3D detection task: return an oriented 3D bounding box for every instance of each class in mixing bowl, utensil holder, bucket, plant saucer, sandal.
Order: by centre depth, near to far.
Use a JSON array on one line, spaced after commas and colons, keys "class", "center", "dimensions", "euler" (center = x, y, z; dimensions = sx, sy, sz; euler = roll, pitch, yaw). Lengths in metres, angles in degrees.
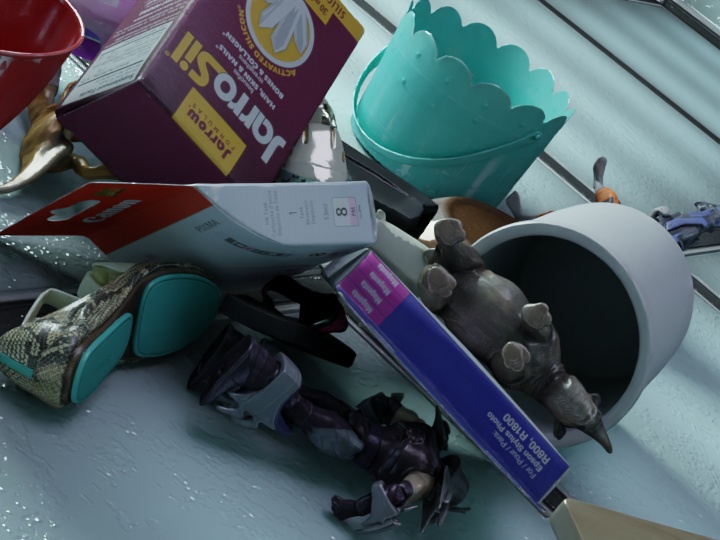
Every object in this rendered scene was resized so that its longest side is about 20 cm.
[{"class": "sandal", "center": [-0.040, 0.029, 1.127], "dimensions": [0.075, 0.045, 0.200], "euler": [21, -4, 12]}, {"class": "mixing bowl", "center": [-0.299, -0.150, 1.130], "dimensions": [0.199, 0.109, 0.200], "euler": [22, 22, -10]}, {"class": "utensil holder", "center": [0.167, 0.034, 1.324], "dimensions": [0.170, 0.170, 0.200], "euler": [38, 20, 12]}, {"class": "plant saucer", "center": [0.130, -0.011, 1.537], "dimensions": [0.200, 0.037, 0.201], "euler": [27, 23, -13]}, {"class": "bucket", "center": [0.096, -0.161, 1.666], "dimensions": [0.206, 0.135, 0.207], "euler": [28, 22, -12]}]

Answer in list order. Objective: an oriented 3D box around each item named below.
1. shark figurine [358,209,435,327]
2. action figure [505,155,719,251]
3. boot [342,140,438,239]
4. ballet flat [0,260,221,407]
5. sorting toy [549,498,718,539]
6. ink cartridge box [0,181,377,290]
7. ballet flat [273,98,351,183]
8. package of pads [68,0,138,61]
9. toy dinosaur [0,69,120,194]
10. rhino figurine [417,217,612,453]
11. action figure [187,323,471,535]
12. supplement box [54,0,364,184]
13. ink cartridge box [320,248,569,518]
[{"class": "shark figurine", "center": [-0.005, -0.006, 1.297], "dimensions": [0.214, 0.090, 0.128], "euler": [27, -12, -35]}, {"class": "action figure", "center": [0.266, -0.025, 1.671], "dimensions": [0.199, 0.105, 0.194], "euler": [-13, 50, -28]}, {"class": "boot", "center": [-0.015, -0.101, 1.468], "dimensions": [0.199, 0.066, 0.165], "euler": [31, 33, 13]}, {"class": "ballet flat", "center": [-0.159, 0.028, 1.035], "dimensions": [0.075, 0.068, 0.200], "euler": [22, 21, 16]}, {"class": "sorting toy", "center": [0.211, 0.256, 1.034], "dimensions": [0.199, 0.070, 0.199], "euler": [20, 32, -33]}, {"class": "ink cartridge box", "center": [-0.114, -0.019, 1.093], "dimensions": [0.199, 0.162, 0.057], "euler": [-7, 83, -34]}, {"class": "ballet flat", "center": [-0.041, -0.089, 1.248], "dimensions": [0.074, 0.074, 0.200], "euler": [24, 20, -22]}, {"class": "package of pads", "center": [-0.231, -0.224, 1.329], "dimensions": [0.199, 0.076, 0.121], "euler": [21, -17, 1]}, {"class": "toy dinosaur", "center": [-0.224, -0.086, 1.208], "dimensions": [0.106, 0.061, 0.200], "euler": [-1, 30, 1]}, {"class": "rhino figurine", "center": [0.113, 0.054, 1.198], "dimensions": [0.200, 0.060, 0.087], "euler": [47, -9, 10]}, {"class": "action figure", "center": [-0.010, 0.105, 1.072], "dimensions": [0.199, 0.070, 0.130], "euler": [31, 15, -15]}, {"class": "supplement box", "center": [-0.105, -0.145, 1.209], "dimensions": [0.131, 0.103, 0.200], "euler": [47, 51, -26]}, {"class": "ink cartridge box", "center": [0.057, 0.066, 1.126], "dimensions": [0.196, 0.043, 0.200], "euler": [47, -2, -6]}]
